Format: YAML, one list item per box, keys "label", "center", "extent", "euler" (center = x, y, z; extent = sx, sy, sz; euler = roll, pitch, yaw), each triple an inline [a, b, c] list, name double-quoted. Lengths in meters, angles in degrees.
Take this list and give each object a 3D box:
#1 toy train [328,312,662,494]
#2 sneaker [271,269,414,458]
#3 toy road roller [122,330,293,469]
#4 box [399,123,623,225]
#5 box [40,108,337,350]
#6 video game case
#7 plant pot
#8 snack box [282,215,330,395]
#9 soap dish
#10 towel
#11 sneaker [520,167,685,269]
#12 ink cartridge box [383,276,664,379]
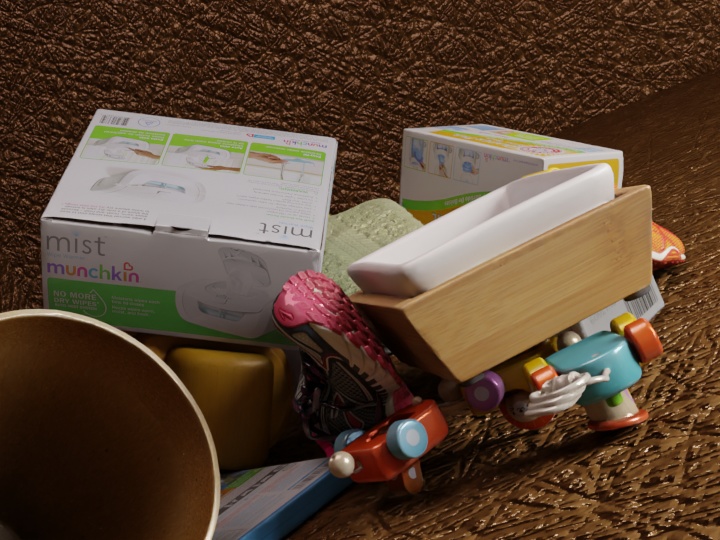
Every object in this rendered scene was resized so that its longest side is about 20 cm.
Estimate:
- label: "toy train"
  center: [0.081, 0.086, 0.679]
  extent: [0.150, 0.056, 0.200]
  euler: [-31, 6, -39]
- label: "sneaker"
  center: [-0.014, 0.072, 0.772]
  extent: [0.074, 0.081, 0.200]
  euler: [-34, -34, -3]
- label: "toy road roller"
  center: [-0.146, 0.094, 0.917]
  extent: [0.199, 0.124, 0.146]
  euler: [2, 4, -26]
- label: "box"
  center: [0.141, -0.077, 1.169]
  extent: [0.112, 0.102, 0.199]
  euler: [-9, 18, -37]
- label: "box"
  center: [-0.124, -0.036, 0.923]
  extent: [0.199, 0.097, 0.177]
  euler: [7, 34, -2]
- label: "video game case"
  center: [-0.110, 0.172, 0.810]
  extent: [0.199, 0.018, 0.143]
  euler: [-17, 10, 45]
- label: "plant pot"
  center: [-0.209, 0.154, 0.723]
  extent: [0.186, 0.187, 0.200]
  euler: [-30, -11, -46]
- label: "snack box"
  center: [-0.068, 0.002, 1.121]
  extent: [0.053, 0.201, 0.142]
  euler: [-23, 16, 40]
- label: "soap dish"
  center: [0.081, 0.002, 0.748]
  extent: [0.157, 0.082, 0.200]
  euler: [-26, 4, -9]
- label: "towel"
  center: [0.000, 0.000, 0.990]
  extent: [0.148, 0.037, 0.200]
  euler: [-27, 32, -14]
- label: "sneaker"
  center: [0.195, -0.037, 0.933]
  extent: [0.073, 0.078, 0.199]
  euler: [-14, -18, 35]
- label: "ink cartridge box"
  center: [0.110, 0.047, 0.890]
  extent: [0.199, 0.051, 0.109]
  euler: [-20, 8, 43]
